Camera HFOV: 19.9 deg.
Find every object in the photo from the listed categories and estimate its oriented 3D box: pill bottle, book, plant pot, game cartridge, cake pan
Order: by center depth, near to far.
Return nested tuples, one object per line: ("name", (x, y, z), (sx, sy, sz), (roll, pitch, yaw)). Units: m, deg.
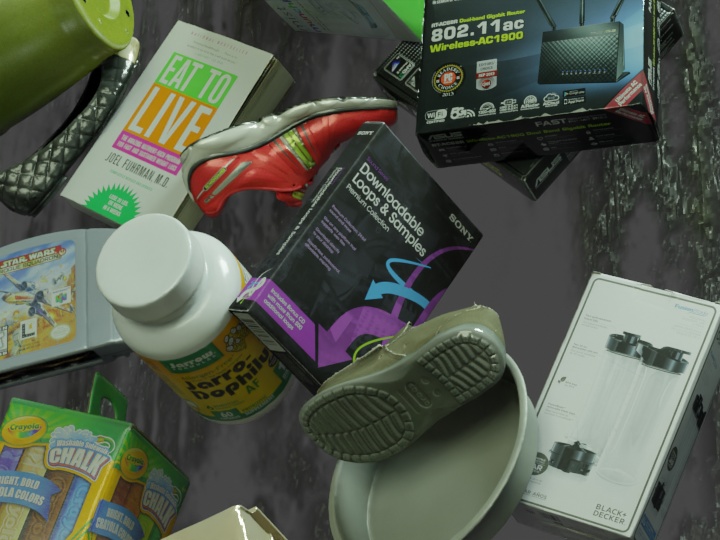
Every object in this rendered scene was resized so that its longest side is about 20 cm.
("cake pan", (0.060, 0.150, 1.580), (0.200, 0.037, 0.201), (-32, 38, 29))
("pill bottle", (-0.133, 0.038, 1.665), (0.112, 0.200, 0.113), (-10, 58, 17))
("game cartridge", (-0.291, 0.034, 1.835), (0.199, 0.042, 0.134), (-15, 62, 15))
("book", (-0.169, -0.123, 1.870), (0.133, 0.048, 0.200), (24, 76, 34))
("plant pot", (-0.320, -0.230, 1.882), (0.192, 0.200, 0.201), (-19, 57, 19))

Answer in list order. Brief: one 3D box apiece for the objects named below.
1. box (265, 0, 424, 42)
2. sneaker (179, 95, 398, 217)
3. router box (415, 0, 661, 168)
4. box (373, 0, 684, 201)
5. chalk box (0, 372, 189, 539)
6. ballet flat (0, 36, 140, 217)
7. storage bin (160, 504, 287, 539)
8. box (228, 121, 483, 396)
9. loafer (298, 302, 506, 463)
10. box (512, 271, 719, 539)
("box", (0.014, -0.317, 1.840), (0.176, 0.097, 0.200), (10, 66, 47))
("sneaker", (-0.057, -0.100, 1.799), (0.199, 0.077, 0.085), (-19, 93, -2))
("router box", (0.149, -0.174, 1.697), (0.199, 0.062, 0.150), (-6, 61, 20))
("box", (0.143, -0.186, 1.770), (0.200, 0.048, 0.193), (-47, 54, -6))
("chalk box", (-0.228, 0.186, 1.669), (0.123, 0.124, 0.201), (10, 68, 27))
("ballet flat", (-0.269, -0.139, 1.900), (0.200, 0.057, 0.066), (-56, 13, -12))
("storage bin", (-0.124, 0.284, 1.527), (0.199, 0.199, 0.094), (-25, 52, 8))
("box", (0.000, 0.000, 1.655), (0.036, 0.143, 0.200), (3, 53, 54))
("loafer", (0.038, 0.086, 1.581), (0.200, 0.075, 0.070), (-27, 19, 33))
("box", (0.200, 0.111, 1.571), (0.116, 0.060, 0.201), (14, 69, 28))
